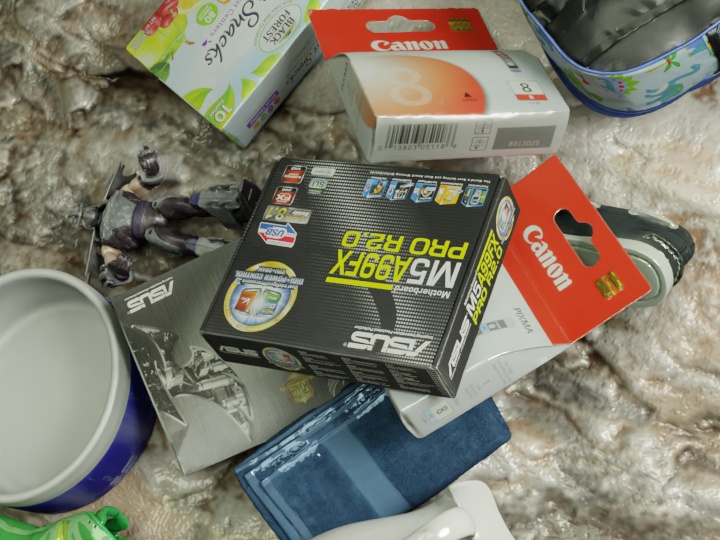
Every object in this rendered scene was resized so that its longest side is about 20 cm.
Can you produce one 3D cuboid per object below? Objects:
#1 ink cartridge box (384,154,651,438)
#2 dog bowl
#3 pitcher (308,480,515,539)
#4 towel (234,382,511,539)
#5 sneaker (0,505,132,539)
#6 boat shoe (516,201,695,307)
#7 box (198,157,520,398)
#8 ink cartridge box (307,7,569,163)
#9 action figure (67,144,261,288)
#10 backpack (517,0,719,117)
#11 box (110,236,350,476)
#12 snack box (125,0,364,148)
[{"bbox_3d":[0.088,0.005,1.071,0.199,0.047,0.161,-33,48,5],"label":"ink cartridge box"},{"bbox_3d":[-0.276,0.105,1.262,0.197,0.079,0.203,-7,71,19],"label":"dog bowl"},{"bbox_3d":[0.010,0.230,1.053,0.199,0.171,0.122,-32,68,8],"label":"pitcher"},{"bbox_3d":[0.011,0.140,1.128,0.199,0.049,0.112,-35,101,7],"label":"towel"},{"bbox_3d":[-0.229,0.232,1.208,0.197,0.074,0.085,15,81,16],"label":"sneaker"},{"bbox_3d":[0.163,-0.019,1.138,0.198,0.076,0.060,17,41,35],"label":"boat shoe"},{"bbox_3d":[0.000,0.000,1.061,0.198,0.044,0.162,7,60,30],"label":"box"},{"bbox_3d":[0.058,-0.167,1.158,0.160,0.051,0.201,-4,47,-18],"label":"ink cartridge box"},{"bbox_3d":[-0.175,-0.044,1.277,0.197,0.069,0.132,4,79,26],"label":"action figure"},{"bbox_3d":[0.228,-0.219,1.127,0.199,0.147,0.184,-33,65,5],"label":"backpack"},{"bbox_3d":[-0.083,0.054,1.187,0.198,0.048,0.160,-23,88,13],"label":"box"},{"bbox_3d":[-0.096,-0.230,1.314,0.142,0.053,0.201,39,90,26],"label":"snack box"}]
